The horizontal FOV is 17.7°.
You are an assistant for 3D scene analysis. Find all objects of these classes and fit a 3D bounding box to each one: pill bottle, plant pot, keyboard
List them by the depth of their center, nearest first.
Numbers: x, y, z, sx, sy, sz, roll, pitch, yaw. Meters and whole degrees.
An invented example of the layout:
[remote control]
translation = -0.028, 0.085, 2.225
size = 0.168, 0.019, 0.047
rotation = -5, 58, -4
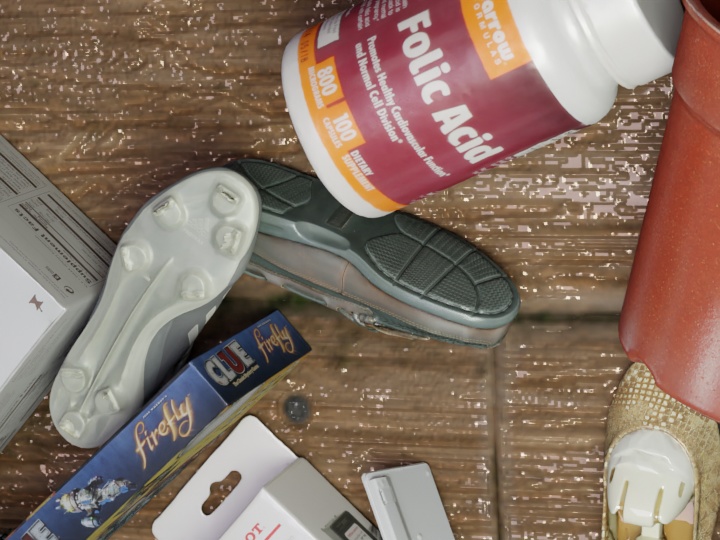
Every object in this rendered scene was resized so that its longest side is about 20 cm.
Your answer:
[plant pot]
translation = 0.229, -0.030, 1.176
size = 0.201, 0.201, 0.196
rotation = 23, 116, 14
[pill bottle]
translation = 0.068, -0.115, 1.246
size = 0.200, 0.114, 0.114
rotation = -24, 93, 23
[keyboard]
translation = 0.053, 0.207, 1.325
size = 0.011, 0.056, 0.200
rotation = -29, 73, 35

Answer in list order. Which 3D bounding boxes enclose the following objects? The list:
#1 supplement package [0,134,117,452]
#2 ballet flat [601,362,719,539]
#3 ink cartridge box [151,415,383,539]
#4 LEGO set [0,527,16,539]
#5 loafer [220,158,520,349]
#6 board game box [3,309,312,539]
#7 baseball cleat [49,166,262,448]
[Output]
[supplement package]
translation = -0.263, 0.030, 1.399
size = 0.156, 0.111, 0.200
rotation = 43, 111, 6
[ballet flat]
translation = 0.165, 0.149, 1.297
size = 0.070, 0.065, 0.200
rotation = 3, 102, 19
[ink cartridge box]
translation = -0.038, 0.198, 1.379
size = 0.200, 0.067, 0.116
rotation = 43, 113, 6
[LEGO set]
translation = -0.217, 0.232, 1.393
size = 0.116, 0.200, 0.154
rotation = 0, 86, 6
[loafer]
translation = 0.000, 0.000, 1.331
size = 0.200, 0.072, 0.063
rotation = 26, 129, 20
[board game box]
translation = -0.128, 0.111, 1.356
size = 0.200, 0.135, 0.035
rotation = -43, 86, 22
[baseball cleat]
translation = -0.114, 0.013, 1.343
size = 0.070, 0.106, 0.200
rotation = 40, 112, 3
